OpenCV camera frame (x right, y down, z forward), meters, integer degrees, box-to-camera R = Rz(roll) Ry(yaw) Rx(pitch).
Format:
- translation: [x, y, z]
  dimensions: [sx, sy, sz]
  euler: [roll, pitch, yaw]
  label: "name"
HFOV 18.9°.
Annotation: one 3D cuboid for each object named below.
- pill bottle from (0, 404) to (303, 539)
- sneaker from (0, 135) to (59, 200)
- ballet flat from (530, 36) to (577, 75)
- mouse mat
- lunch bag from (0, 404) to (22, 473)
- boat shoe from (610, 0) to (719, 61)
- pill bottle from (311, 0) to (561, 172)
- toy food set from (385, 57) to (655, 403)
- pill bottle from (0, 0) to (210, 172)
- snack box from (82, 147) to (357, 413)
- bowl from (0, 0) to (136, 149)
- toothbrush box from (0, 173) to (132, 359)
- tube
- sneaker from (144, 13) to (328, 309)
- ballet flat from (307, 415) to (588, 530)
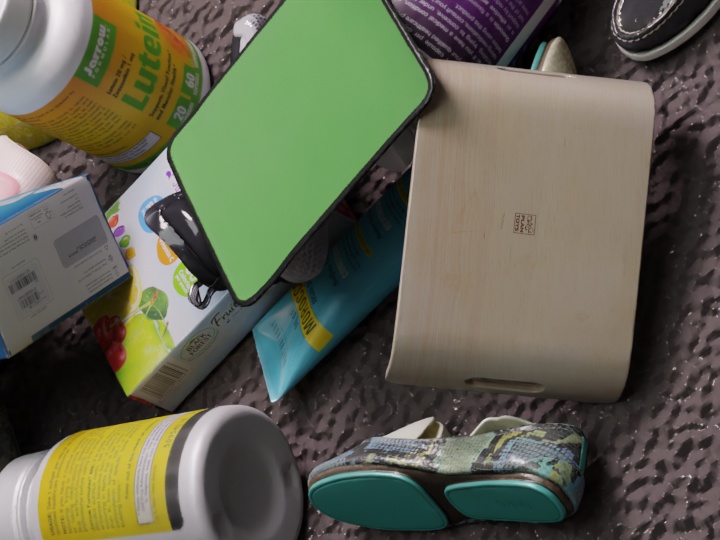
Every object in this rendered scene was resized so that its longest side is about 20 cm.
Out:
- translation: [-0.147, 0.158, 1.449]
  dimensions: [0.199, 0.114, 0.115]
  euler: [-12, 66, 35]
  label: "pill bottle"
- translation: [-0.301, -0.046, 1.692]
  dimensions: [0.200, 0.075, 0.105]
  euler: [-6, 43, 53]
  label: "sneaker"
- translation: [0.116, -0.045, 1.365]
  dimensions: [0.062, 0.067, 0.201]
  euler: [17, 86, 12]
  label: "ballet flat"
- translation: [-0.042, -0.094, 1.356]
  dimensions: [0.200, 0.008, 0.161]
  euler: [-49, 47, 24]
  label: "mouse mat"
- translation: [-0.343, 0.162, 1.592]
  dimensions: [0.199, 0.139, 0.168]
  euler: [-18, 102, 34]
  label: "lunch bag"
- translation: [0.215, -0.222, 1.343]
  dimensions: [0.200, 0.060, 0.074]
  euler: [-51, 50, 11]
  label: "boat shoe"
- translation: [0.055, -0.165, 1.389]
  dimensions: [0.112, 0.112, 0.200]
  euler: [27, 75, 42]
  label: "pill bottle"
- translation: [0.096, -0.025, 1.310]
  dimensions: [0.143, 0.060, 0.201]
  euler: [6, 86, -4]
  label: "toy food set"
- translation: [-0.212, -0.153, 1.569]
  dimensions: [0.111, 0.200, 0.112]
  euler: [-16, 63, 34]
  label: "pill bottle"
- translation: [-0.112, -0.019, 1.532]
  dimensions: [0.200, 0.053, 0.142]
  euler: [-45, 52, 15]
  label: "snack box"
- translation: [-0.284, -0.204, 1.712]
  dimensions: [0.200, 0.108, 0.201]
  euler: [-15, 64, 34]
  label: "bowl"
- translation: [-0.287, 0.013, 1.518]
  dimensions: [0.199, 0.146, 0.086]
  euler: [-13, 105, 35]
  label: "toothbrush box"
- translation: [0.000, 0.000, 1.443]
  dimensions: [0.200, 0.050, 0.078]
  euler: [-45, 31, 21]
  label: "tube"
- translation: [-0.090, -0.072, 1.451]
  dimensions: [0.113, 0.075, 0.201]
  euler: [-21, 61, 25]
  label: "sneaker"
- translation: [0.058, 0.122, 1.340]
  dimensions: [0.199, 0.074, 0.075]
  euler: [-2, 71, 37]
  label: "ballet flat"
